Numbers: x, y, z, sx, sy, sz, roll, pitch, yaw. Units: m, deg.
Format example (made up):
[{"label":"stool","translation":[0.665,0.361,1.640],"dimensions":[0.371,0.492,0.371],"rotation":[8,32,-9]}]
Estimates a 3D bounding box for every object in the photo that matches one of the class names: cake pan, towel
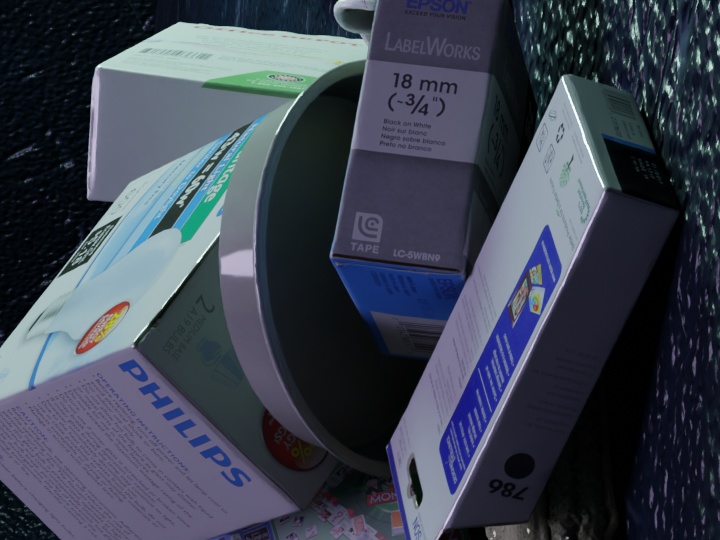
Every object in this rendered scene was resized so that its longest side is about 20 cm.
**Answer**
[{"label":"cake pan","translation":[0.000,0.000,1.438],"dimensions":[0.037,0.200,0.201],"rotation":[-5,80,37]},{"label":"towel","translation":[0.080,0.109,1.314],"dimensions":[0.149,0.036,0.201],"rotation":[105,165,-60]}]

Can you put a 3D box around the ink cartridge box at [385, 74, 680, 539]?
[{"label":"ink cartridge box","translation":[0.069,0.028,1.243],"dimensions":[0.100,0.039,0.200],"rotation":[-103,33,-56]}]

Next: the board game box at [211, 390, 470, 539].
[{"label":"board game box","translation":[-0.017,0.152,1.561],"dimensions":[0.200,0.029,0.135],"rotation":[-24,78,49]}]

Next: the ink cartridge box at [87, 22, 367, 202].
[{"label":"ink cartridge box","translation":[-0.071,-0.094,1.831],"dimensions":[0.200,0.145,0.088],"rotation":[-52,-32,-72]}]

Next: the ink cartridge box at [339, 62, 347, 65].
[{"label":"ink cartridge box","translation":[0.026,0.007,1.679],"dimensions":[0.176,0.045,0.201],"rotation":[-127,38,-55]}]

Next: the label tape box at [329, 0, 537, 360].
[{"label":"label tape box","translation":[0.041,-0.073,1.373],"dimensions":[0.144,0.063,0.201],"rotation":[63,-145,-70]}]

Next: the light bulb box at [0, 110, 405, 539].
[{"label":"light bulb box","translation":[-0.078,0.034,1.553],"dimensions":[0.200,0.125,0.198],"rotation":[-23,27,52]}]

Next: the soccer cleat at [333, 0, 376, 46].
[{"label":"soccer cleat","translation":[0.029,-0.163,1.558],"dimensions":[0.070,0.086,0.201],"rotation":[105,165,-57]}]
